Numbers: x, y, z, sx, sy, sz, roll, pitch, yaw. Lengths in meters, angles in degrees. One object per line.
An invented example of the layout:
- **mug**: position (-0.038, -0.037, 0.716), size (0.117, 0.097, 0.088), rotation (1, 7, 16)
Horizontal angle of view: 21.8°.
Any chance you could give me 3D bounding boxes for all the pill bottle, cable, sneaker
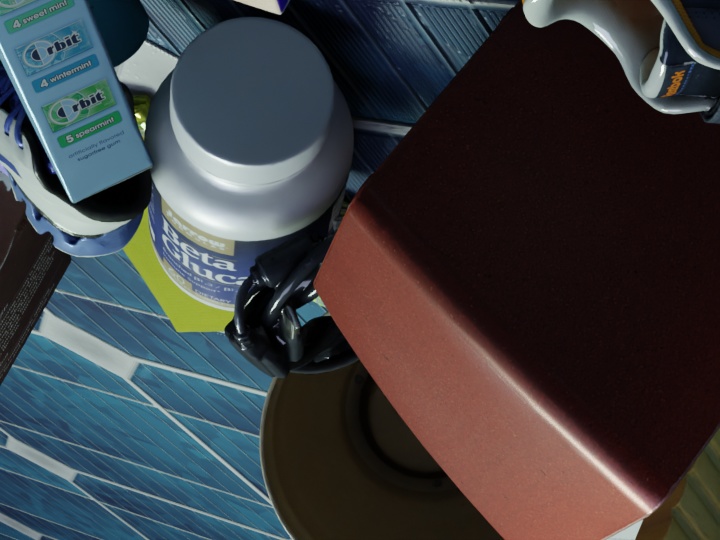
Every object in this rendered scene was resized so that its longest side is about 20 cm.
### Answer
- **pill bottle**: position (-0.061, -0.057, 1.012), size (0.111, 0.111, 0.200), rotation (25, 161, 4)
- **cable**: position (0.000, 0.000, 1.036), size (0.051, 0.163, 0.200), rotation (51, 178, 15)
- **sneaker**: position (0.155, -0.088, 0.703), size (0.200, 0.079, 0.078), rotation (23, 160, 6)
- **sneaker**: position (-0.170, -0.093, 0.947), size (0.199, 0.081, 0.115), rotation (46, 161, -13)

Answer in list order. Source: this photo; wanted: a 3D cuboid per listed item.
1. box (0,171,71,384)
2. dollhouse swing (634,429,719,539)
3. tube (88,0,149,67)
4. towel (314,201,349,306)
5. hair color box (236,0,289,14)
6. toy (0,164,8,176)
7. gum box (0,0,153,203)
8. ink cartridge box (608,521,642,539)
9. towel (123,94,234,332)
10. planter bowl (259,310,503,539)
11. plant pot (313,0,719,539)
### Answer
- **box**: position (-0.333, -0.008, 1.414), size (0.164, 0.166, 0.200), rotation (26, 161, 4)
- **dollhouse swing**: position (0.261, 0.170, 1.043), size (0.182, 0.200, 0.176), rotation (19, 159, 22)
- **tube**: position (-0.169, -0.182, 0.940), size (0.077, 0.050, 0.200), rotation (1, 146, 24)
- **towel**: position (-0.035, -0.012, 1.231), size (0.144, 0.023, 0.200), rotation (22, 160, 11)
- **hair color box**: position (-0.084, -0.194, 0.760), size (0.109, 0.065, 0.200), rotation (20, 162, 18)
- **toy**: position (-0.195, -0.066, 1.263), size (0.200, 0.047, 0.115), rotation (22, 159, 13)
- **gum box**: position (-0.161, -0.154, 0.804), size (0.170, 0.045, 0.200), rotation (59, 171, 40)
- **ink cartridge box**: position (0.223, 0.159, 1.241), size (0.200, 0.083, 0.147), rotation (35, 160, -23)
- **towel**: position (-0.129, -0.033, 1.217), size (0.086, 0.018, 0.200), rotation (-1, 135, 31)
- **planter bowl**: position (0.042, 0.099, 1.204), size (0.200, 0.200, 0.135), rotation (26, -173, 1)
- **plant pot**: position (0.093, -0.006, 0.849), size (0.176, 0.200, 0.200), rotation (39, 161, 4)
